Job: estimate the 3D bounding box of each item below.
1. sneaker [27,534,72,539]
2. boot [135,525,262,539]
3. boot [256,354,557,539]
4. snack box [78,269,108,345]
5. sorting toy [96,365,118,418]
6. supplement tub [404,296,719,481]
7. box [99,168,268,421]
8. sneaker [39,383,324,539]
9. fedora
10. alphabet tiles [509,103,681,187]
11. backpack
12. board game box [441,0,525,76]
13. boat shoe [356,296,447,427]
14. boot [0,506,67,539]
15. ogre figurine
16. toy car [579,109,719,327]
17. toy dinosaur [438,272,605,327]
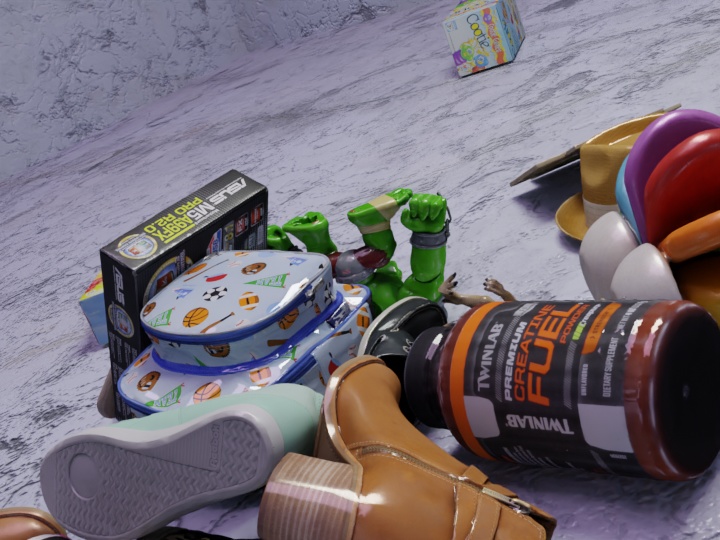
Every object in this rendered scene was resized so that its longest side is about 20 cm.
[{"bbox_3d":[-0.210,0.239,0.645,0.087,0.074,0.200,-10,27,30],"label":"sneaker"},{"bbox_3d":[-0.100,0.208,0.612,0.150,0.074,0.200,-11,13,28],"label":"boot"},{"bbox_3d":[0.042,0.120,0.640,0.154,0.077,0.200,13,15,11],"label":"boot"},{"bbox_3d":[-0.232,0.000,1.326,0.167,0.068,0.200,-18,20,10],"label":"snack box"},{"bbox_3d":[-0.188,0.035,1.053,0.036,0.186,0.200,23,10,-4],"label":"sorting toy"},{"bbox_3d":[0.123,0.072,0.690,0.199,0.108,0.107,-3,26,44],"label":"supplement tub"},{"bbox_3d":[-0.150,0.031,0.961,0.044,0.201,0.160,28,44,26],"label":"box"},{"bbox_3d":[-0.111,0.126,0.723,0.199,0.074,0.118,-15,-3,27],"label":"sneaker"},{"bbox_3d":[0.271,-0.095,1.020,0.199,0.082,0.201,-19,18,7],"label":"fedora"},{"bbox_3d":[0.247,-0.132,1.161,0.165,0.006,0.200,-24,-2,-5],"label":"alphabet tiles"},{"bbox_3d":[-0.089,0.077,0.854,0.199,0.155,0.191,-3,35,38],"label":"backpack"},{"bbox_3d":[0.227,-0.438,1.972,0.102,0.106,0.200,-14,19,21],"label":"board game box"},{"bbox_3d":[0.026,0.087,0.794,0.066,0.075,0.199,-11,24,42],"label":"boat shoe"},{"bbox_3d":[-0.283,0.248,0.705,0.199,0.074,0.155,-33,17,2],"label":"boot"},{"bbox_3d":[0.000,0.000,0.997,0.198,0.121,0.098,-15,15,13],"label":"ogre figurine"},{"bbox_3d":[0.249,-0.041,0.792,0.174,0.151,0.200,-21,19,3],"label":"toy car"},{"bbox_3d":[0.105,0.047,0.822,0.200,0.101,0.059,-13,56,62],"label":"toy dinosaur"}]
